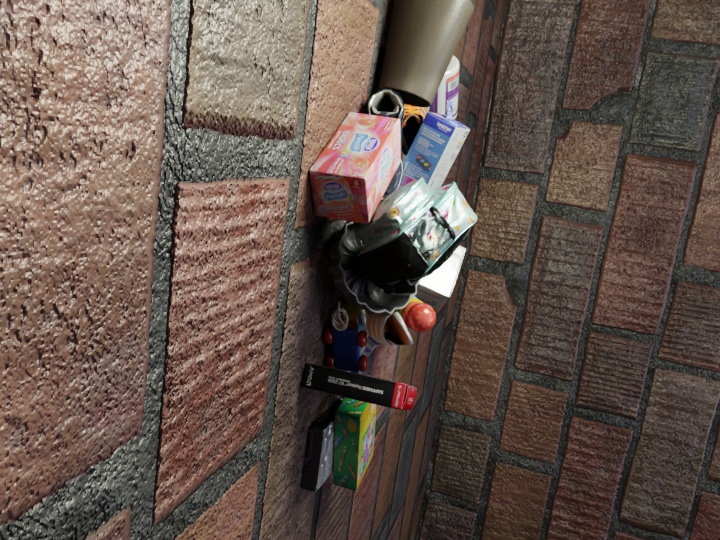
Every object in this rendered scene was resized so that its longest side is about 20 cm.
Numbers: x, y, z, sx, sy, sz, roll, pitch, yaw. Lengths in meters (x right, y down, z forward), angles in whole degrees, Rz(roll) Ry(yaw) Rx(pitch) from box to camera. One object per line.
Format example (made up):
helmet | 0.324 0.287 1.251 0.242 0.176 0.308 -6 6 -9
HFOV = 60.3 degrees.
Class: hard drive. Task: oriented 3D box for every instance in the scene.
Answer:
hard drive | -0.067 0.371 1.346 0.200 0.038 0.141 -19 118 -71

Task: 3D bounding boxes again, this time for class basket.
basket | 0.118 -0.441 1.237 0.136 0.180 0.201 13 95 -49

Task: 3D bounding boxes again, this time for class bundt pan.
bundt pan | 0.020 -0.015 1.186 0.201 0.076 0.203 7 79 -36

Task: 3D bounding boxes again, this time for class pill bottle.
pill bottle | 0.191 -0.436 1.570 0.201 0.111 0.112 84 23 -47

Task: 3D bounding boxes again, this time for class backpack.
backpack | 0.100 -0.074 1.095 0.200 0.154 0.176 -33 -178 -28

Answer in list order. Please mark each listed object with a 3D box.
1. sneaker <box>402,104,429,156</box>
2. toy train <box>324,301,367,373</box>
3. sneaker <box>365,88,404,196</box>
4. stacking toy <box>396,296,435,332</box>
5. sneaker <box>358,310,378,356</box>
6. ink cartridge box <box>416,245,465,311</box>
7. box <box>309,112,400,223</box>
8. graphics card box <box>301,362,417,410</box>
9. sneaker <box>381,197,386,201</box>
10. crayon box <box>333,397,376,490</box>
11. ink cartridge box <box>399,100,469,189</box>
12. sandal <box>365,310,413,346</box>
sneaker | 0.118 -0.352 1.362 0.112 0.077 0.201 -34 119 -83
toy train | -0.023 0.104 1.253 0.116 0.084 0.201 -76 167 -51
sneaker | 0.048 -0.255 1.227 0.146 0.076 0.204 16 75 -85
stacking toy | 0.098 0.082 1.237 0.200 0.085 0.086 -173 -85 -79
sneaker | 0.042 0.153 1.384 0.078 0.139 0.201 -55 151 -56
ink cartridge box | 0.136 0.015 1.495 0.200 0.146 0.145 120 -7 -61
box | -0.003 -0.182 1.079 0.200 0.102 0.095 -63 158 -43
graphics card box | 0.000 0.222 1.181 0.125 0.199 0.051 45 58 -72
sneaker | 0.037 -0.115 1.316 0.200 0.073 0.081 -39 139 -66
crayon box | -0.011 0.361 1.357 0.119 0.058 0.201 -50 147 -59
ink cartridge box | 0.161 -0.259 1.325 0.201 0.076 0.136 -62 166 19
sandal | 0.037 0.111 1.238 0.059 0.206 0.079 -32 112 -15
